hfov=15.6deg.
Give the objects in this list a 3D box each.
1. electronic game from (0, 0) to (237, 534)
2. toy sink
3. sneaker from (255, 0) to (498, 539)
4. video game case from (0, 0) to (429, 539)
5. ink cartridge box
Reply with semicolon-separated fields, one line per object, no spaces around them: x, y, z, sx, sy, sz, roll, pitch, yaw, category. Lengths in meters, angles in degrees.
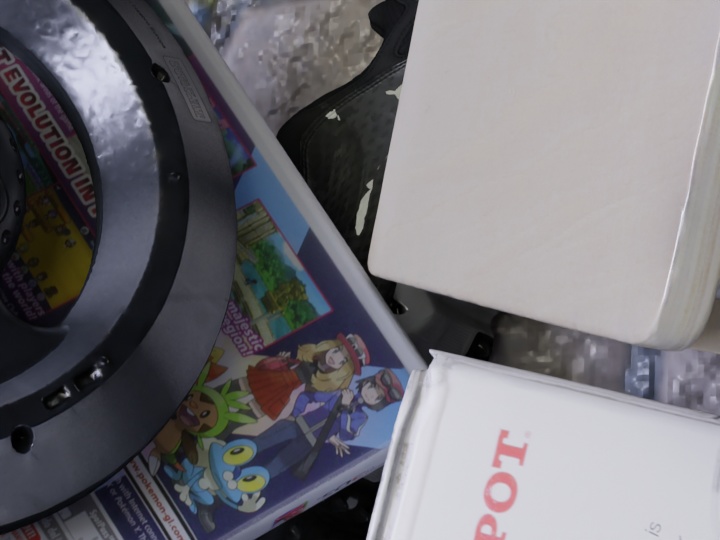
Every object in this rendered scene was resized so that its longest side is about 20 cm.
-0.130;-0.021;0.705;0.042;0.199;0.201;128;134;-60;electronic game
0.095;-0.044;0.679;0.200;0.112;0.131;-168;89;-71;toy sink
0.000;0.000;0.810;0.090;0.066;0.200;25;87;35;sneaker
-0.101;0.002;0.737;0.182;0.023;0.200;-28;74;-21;video game case
0.097;0.115;0.680;0.199;0.085;0.146;13;84;11;ink cartridge box
